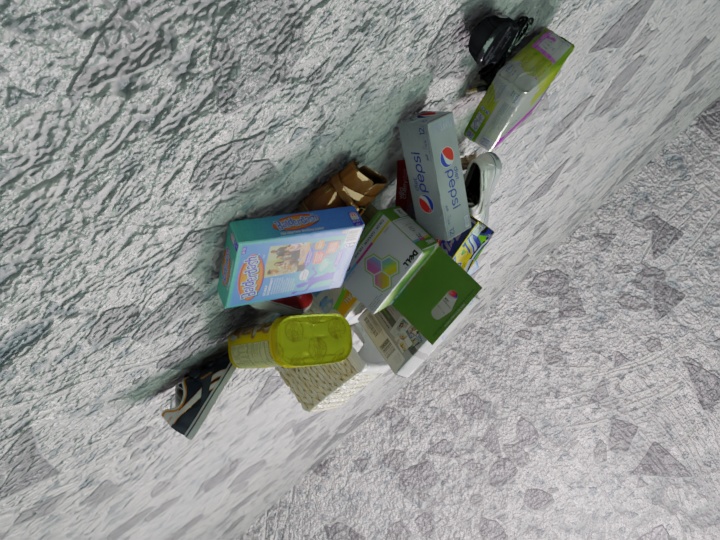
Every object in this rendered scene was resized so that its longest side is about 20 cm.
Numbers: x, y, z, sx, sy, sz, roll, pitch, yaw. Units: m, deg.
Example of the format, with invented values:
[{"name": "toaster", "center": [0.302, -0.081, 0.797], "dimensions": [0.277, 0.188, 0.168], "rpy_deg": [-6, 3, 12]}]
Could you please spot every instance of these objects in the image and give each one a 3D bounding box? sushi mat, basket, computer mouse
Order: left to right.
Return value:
[{"name": "basket", "center": [-0.071, 0.169, 1.540], "dimensions": [0.161, 0.198, 0.200], "rpy_deg": [-41, 164, 11]}, {"name": "sushi mat", "center": [0.043, -0.027, 1.291], "dimensions": [0.096, 0.200, 0.012], "rpy_deg": [-50, 164, 21]}, {"name": "computer mouse", "center": [0.190, -0.333, 1.145], "dimensions": [0.140, 0.046, 0.200], "rpy_deg": [-57, 169, 32]}]

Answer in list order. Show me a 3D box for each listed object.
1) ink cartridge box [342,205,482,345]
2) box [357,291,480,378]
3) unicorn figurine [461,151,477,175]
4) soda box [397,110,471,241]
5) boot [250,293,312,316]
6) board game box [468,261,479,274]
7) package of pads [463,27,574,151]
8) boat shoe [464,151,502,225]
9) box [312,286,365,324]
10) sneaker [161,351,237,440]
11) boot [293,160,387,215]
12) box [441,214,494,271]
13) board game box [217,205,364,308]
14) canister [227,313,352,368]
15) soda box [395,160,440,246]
[{"name": "ink cartridge box", "center": [0.075, 0.014, 1.221], "dimensions": [0.148, 0.200, 0.076], "rpy_deg": [-53, 164, 26]}, {"name": "box", "center": [0.101, 0.071, 1.357], "dimensions": [0.041, 0.156, 0.200], "rpy_deg": [24, 111, -45]}, {"name": "unicorn figurine", "center": [0.161, -0.151, 1.498], "dimensions": [0.137, 0.074, 0.200], "rpy_deg": [-29, 142, -37]}, {"name": "soda box", "center": [0.121, -0.153, 1.202], "dimensions": [0.063, 0.068, 0.200], "rpy_deg": [-31, 119, -33]}, {"name": "boot", "center": [-0.105, 0.005, 1.275], "dimensions": [0.144, 0.072, 0.200], "rpy_deg": [-47, 159, 11]}, {"name": "board game box", "center": [0.157, 0.031, 1.554], "dimensions": [0.200, 0.037, 0.151], "rpy_deg": [-43, 160, 1]}, {"name": "package of pads", "center": [0.275, -0.313, 1.279], "dimensions": [0.200, 0.068, 0.155], "rpy_deg": [-46, 170, -36]}, {"name": "boat shoe", "center": [0.217, -0.135, 1.449], "dimensions": [0.066, 0.072, 0.200], "rpy_deg": [-21, 143, -35]}, {"name": "box", "center": [0.000, 0.000, 1.418], "dimensions": [0.200, 0.113, 0.101], "rpy_deg": [-52, 161, 26]}, {"name": "sneaker", "center": [-0.288, 0.208, 1.370], "dimensions": [0.200, 0.079, 0.078], "rpy_deg": [-60, -176, -39]}, {"name": "boot", "center": [-0.015, -0.098, 1.197], "dimensions": [0.155, 0.074, 0.200], "rpy_deg": [-43, 161, 18]}, {"name": "box", "center": [0.162, -0.016, 1.411], "dimensions": [0.064, 0.070, 0.200], "rpy_deg": [26, 102, -46]}, {"name": "board game box", "center": [-0.107, -0.020, 1.123], "dimensions": [0.200, 0.045, 0.152], "rpy_deg": [-10, 144, -27]}, {"name": "canister", "center": [-0.130, 0.129, 1.313], "dimensions": [0.148, 0.087, 0.200], "rpy_deg": [-1, 172, -35]}, {"name": "soda box", "center": [0.101, -0.091, 1.304], "dimensions": [0.063, 0.070, 0.200], "rpy_deg": [-3, 97, -64]}]
